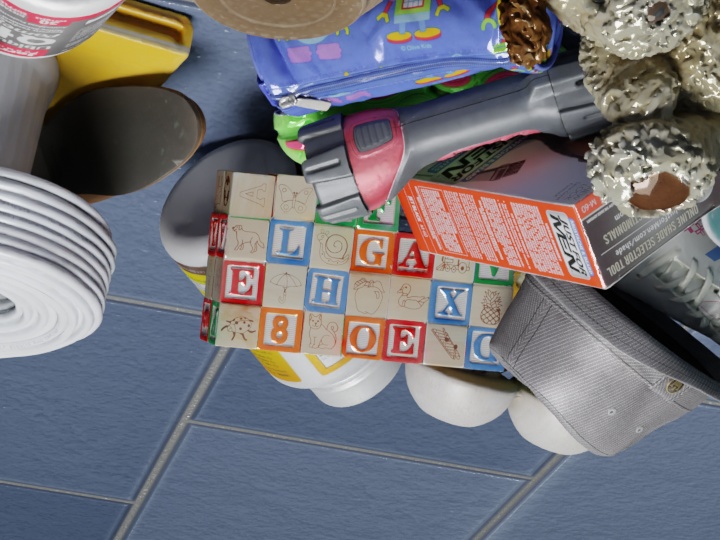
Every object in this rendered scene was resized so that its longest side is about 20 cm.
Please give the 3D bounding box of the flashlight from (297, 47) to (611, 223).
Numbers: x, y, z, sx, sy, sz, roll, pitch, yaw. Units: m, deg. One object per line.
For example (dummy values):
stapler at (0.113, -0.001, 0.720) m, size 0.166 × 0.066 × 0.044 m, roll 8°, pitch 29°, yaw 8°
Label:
flashlight at (0.064, -0.085, 1.616) m, size 0.199 × 0.068 × 0.068 m, roll -15°, pitch 112°, yaw 8°

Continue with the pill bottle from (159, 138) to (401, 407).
pill bottle at (-0.049, 0.008, 1.860) m, size 0.109 × 0.110 × 0.200 m, roll -10°, pitch 136°, yaw 31°

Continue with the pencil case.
pencil case at (0.024, -0.143, 1.591) m, size 0.199 × 0.087 × 0.078 m, roll -8°, pitch 145°, yaw 25°

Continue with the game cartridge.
game cartridge at (-0.226, -0.138, 1.727) m, size 0.175 × 0.033 × 0.200 m, roll 15°, pitch 157°, yaw -21°

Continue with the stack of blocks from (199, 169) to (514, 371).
stack of blocks at (0.000, 0.000, 1.750) m, size 0.199 × 0.116 × 0.059 m, roll 6°, pitch -178°, yaw -14°

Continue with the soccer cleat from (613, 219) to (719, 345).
soccer cleat at (0.226, 0.007, 1.715) m, size 0.199 × 0.087 × 0.070 m, roll 17°, pitch 126°, yaw -34°

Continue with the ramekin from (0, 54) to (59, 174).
ramekin at (-0.297, -0.098, 1.673) m, size 0.199 × 0.098 × 0.201 m, roll 5°, pitch 157°, yaw 2°

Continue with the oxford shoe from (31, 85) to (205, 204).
oxford shoe at (-0.167, -0.081, 1.750) m, size 0.199 × 0.072 × 0.071 m, roll -16°, pitch 177°, yaw 41°

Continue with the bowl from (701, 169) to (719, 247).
bowl at (0.316, -0.079, 1.652) m, size 0.199 × 0.106 × 0.201 m, roll 5°, pitch 156°, yaw 2°

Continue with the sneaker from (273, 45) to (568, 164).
sneaker at (0.043, -0.117, 1.686) m, size 0.199 × 0.077 × 0.084 m, roll -7°, pitch -171°, yaw 11°

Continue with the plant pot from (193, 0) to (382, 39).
plant pot at (-0.043, -0.193, 1.485) m, size 0.199 × 0.093 × 0.201 m, roll 5°, pitch 157°, yaw 2°

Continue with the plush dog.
plush dog at (0.174, -0.159, 1.505) m, size 0.200 × 0.161 × 0.172 m, roll -37°, pitch 125°, yaw 16°

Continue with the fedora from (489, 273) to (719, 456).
fedora at (0.157, 0.062, 1.723) m, size 0.177 × 0.090 × 0.200 m, roll 43°, pitch -170°, yaw 35°

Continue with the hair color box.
hair color box at (0.121, -0.053, 1.647) m, size 0.200 × 0.111 × 0.064 m, roll 14°, pitch 132°, yaw 55°

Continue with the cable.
cable at (-0.256, -0.006, 1.663) m, size 0.199 × 0.070 × 0.200 m, roll 7°, pitch 158°, yaw -1°

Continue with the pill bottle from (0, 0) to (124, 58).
pill bottle at (-0.183, -0.181, 1.491) m, size 0.110 × 0.111 × 0.200 m, roll 11°, pitch 171°, yaw -14°

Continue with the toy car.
toy car at (0.117, 0.025, 1.896) m, size 0.199 × 0.176 × 0.150 m, roll 16°, pitch -171°, yaw -21°
